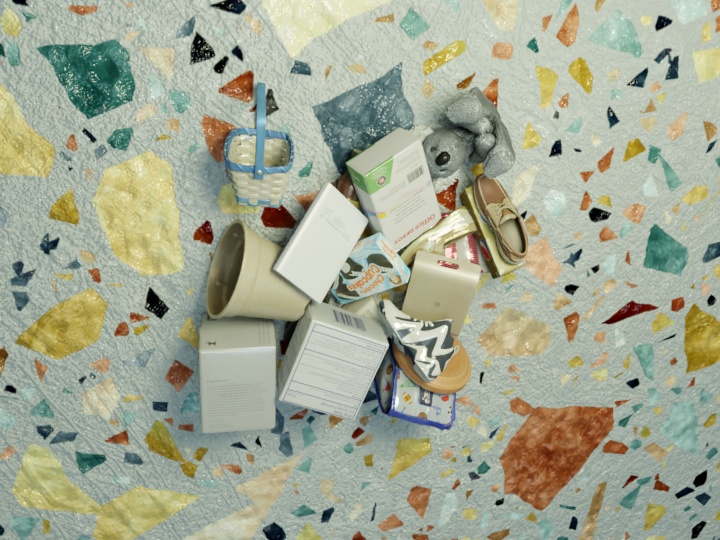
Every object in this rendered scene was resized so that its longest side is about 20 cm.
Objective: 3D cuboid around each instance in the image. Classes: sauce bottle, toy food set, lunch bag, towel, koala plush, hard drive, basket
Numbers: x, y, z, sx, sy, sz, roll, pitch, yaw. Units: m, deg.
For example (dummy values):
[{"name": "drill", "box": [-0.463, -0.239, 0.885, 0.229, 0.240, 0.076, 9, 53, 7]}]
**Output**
[{"name": "sauce bottle", "box": [-0.028, -0.152, 1.369, 0.064, 0.066, 0.205, 15, 110, -17]}, {"name": "toy food set", "box": [0.169, 0.053, 1.412, 0.139, 0.061, 0.204, 14, 131, 3]}, {"name": "lunch bag", "box": [0.125, 0.268, 1.492, 0.166, 0.202, 0.126, 17, 122, -17]}, {"name": "towel", "box": [0.241, -0.063, 1.451, 0.193, 0.023, 0.149, -7, 82, -7]}, {"name": "koala plush", "box": [0.199, -0.260, 1.343, 0.197, 0.185, 0.179, -31, 107, 25]}, {"name": "hard drive", "box": [-0.077, -0.054, 1.306, 0.131, 0.025, 0.203, 38, 77, -36]}, {"name": "basket", "box": [-0.193, -0.235, 1.239, 0.135, 0.178, 0.205, 6, 122, -10]}]

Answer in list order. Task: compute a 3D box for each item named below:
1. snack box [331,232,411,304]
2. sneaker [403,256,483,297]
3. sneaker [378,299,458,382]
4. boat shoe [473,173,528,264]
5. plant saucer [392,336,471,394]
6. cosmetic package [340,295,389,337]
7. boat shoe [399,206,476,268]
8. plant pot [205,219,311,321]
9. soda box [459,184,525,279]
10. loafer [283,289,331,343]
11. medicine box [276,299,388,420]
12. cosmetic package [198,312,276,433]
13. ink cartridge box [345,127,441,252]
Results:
[{"name": "snack box", "box": [0.000, 0.000, 1.392, 0.197, 0.038, 0.117, -21, 121, 40]}, {"name": "sneaker", "box": [0.188, 0.017, 1.479, 0.113, 0.076, 0.200, 38, 102, -26]}, {"name": "sneaker", "box": [0.135, 0.123, 1.398, 0.128, 0.080, 0.201, -34, 74, -14]}, {"name": "boat shoe", "box": [0.299, -0.114, 1.345, 0.074, 0.072, 0.204, -26, 85, -6]}, {"name": "plant saucer", "box": [0.167, 0.189, 1.478, 0.195, 0.204, 0.033, 15, 131, -18]}, {"name": "cosmetic package", "box": [-0.025, 0.147, 1.480, 0.199, 0.088, 0.104, -39, 113, 6]}, {"name": "boat shoe", "box": [0.163, -0.053, 1.394, 0.198, 0.074, 0.067, -39, 78, 9]}, {"name": "plant pot", "box": [-0.202, 0.021, 1.347, 0.180, 0.201, 0.204, 18, 108, -30]}, {"name": "soda box", "box": [0.286, -0.090, 1.412, 0.062, 0.068, 0.205, -20, 84, -5]}, {"name": "loafer", "box": [-0.115, 0.087, 1.444, 0.071, 0.072, 0.202, 19, 126, -19]}, {"name": "medicine box", "box": [-0.064, 0.193, 1.386, 0.178, 0.103, 0.204, 19, 108, -19]}, {"name": "cosmetic package", "box": [-0.268, 0.217, 1.412, 0.160, 0.166, 0.206, -1, 114, -12]}, {"name": "ink cartridge box", "box": [0.072, -0.163, 1.338, 0.143, 0.084, 0.203, -33, 129, -14]}]
